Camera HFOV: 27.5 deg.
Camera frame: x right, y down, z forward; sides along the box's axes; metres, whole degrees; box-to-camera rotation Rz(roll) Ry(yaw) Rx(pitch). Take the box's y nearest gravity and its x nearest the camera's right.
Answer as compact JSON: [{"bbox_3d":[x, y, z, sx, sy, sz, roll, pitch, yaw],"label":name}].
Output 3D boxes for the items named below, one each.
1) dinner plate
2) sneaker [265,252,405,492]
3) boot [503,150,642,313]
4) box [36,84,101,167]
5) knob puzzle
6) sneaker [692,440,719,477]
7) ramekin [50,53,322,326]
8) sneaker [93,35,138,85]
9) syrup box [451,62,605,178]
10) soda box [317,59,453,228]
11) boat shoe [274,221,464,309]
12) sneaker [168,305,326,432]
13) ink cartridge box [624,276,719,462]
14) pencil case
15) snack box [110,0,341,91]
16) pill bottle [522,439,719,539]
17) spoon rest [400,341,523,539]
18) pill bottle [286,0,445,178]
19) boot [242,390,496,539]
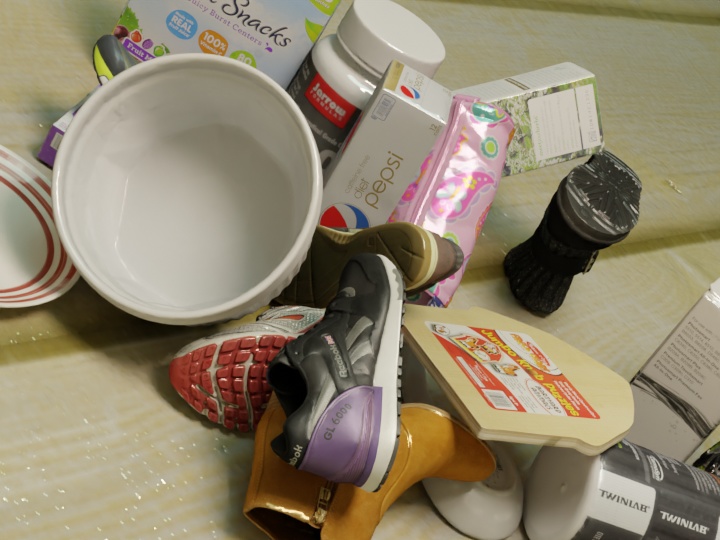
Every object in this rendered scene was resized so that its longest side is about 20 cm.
[{"bbox_3d":[-0.298,-0.040,1.085,0.199,0.024,0.201,25,32,-16],"label":"dinner plate"},{"bbox_3d":[-0.020,0.056,1.030,0.087,0.076,0.201,15,43,-13],"label":"sneaker"},{"bbox_3d":[0.197,-0.024,1.429,0.079,0.158,0.211,42,24,6],"label":"boot"},{"bbox_3d":[-0.162,-0.082,1.268,0.199,0.039,0.137,34,30,-3],"label":"box"},{"bbox_3d":[0.133,0.093,1.178,0.218,0.031,0.220,19,22,-8],"label":"knob puzzle"},{"bbox_3d":[0.358,0.190,1.330,0.081,0.074,0.200,48,6,7],"label":"sneaker"},{"bbox_3d":[-0.124,-0.051,1.107,0.200,0.200,0.105,42,-8,12],"label":"ramekin"},{"bbox_3d":[-0.134,-0.133,1.217,0.200,0.081,0.074,39,7,0],"label":"sneaker"},{"bbox_3d":[0.129,-0.137,1.426,0.198,0.079,0.081,-15,20,-7],"label":"syrup box"},{"bbox_3d":[0.004,-0.078,1.267,0.063,0.201,0.068,29,30,-7],"label":"soda box"},{"bbox_3d":[0.000,-0.001,1.199,0.066,0.200,0.072,12,78,-40],"label":"boat shoe"},{"bbox_3d":[-0.065,0.071,1.133,0.199,0.078,0.082,-3,21,-43],"label":"sneaker"},{"bbox_3d":[0.302,0.097,1.323,0.084,0.200,0.146,42,31,13],"label":"ink cartridge box"},{"bbox_3d":[0.070,-0.058,1.310,0.087,0.087,0.201,28,72,-12],"label":"pencil case"},{"bbox_3d":[-0.126,-0.231,1.357,0.168,0.200,0.068,31,29,-6],"label":"snack box"},{"bbox_3d":[0.240,0.204,1.202,0.199,0.106,0.107,21,32,-22],"label":"pill bottle"},{"bbox_3d":[0.076,0.130,1.205,0.099,0.061,0.201,8,53,-37],"label":"spoon rest"},{"bbox_3d":[-0.015,-0.142,1.342,0.113,0.200,0.114,25,31,-16],"label":"pill bottle"},{"bbox_3d":[0.008,0.160,1.063,0.200,0.071,0.145,27,50,-21],"label":"boot"}]
